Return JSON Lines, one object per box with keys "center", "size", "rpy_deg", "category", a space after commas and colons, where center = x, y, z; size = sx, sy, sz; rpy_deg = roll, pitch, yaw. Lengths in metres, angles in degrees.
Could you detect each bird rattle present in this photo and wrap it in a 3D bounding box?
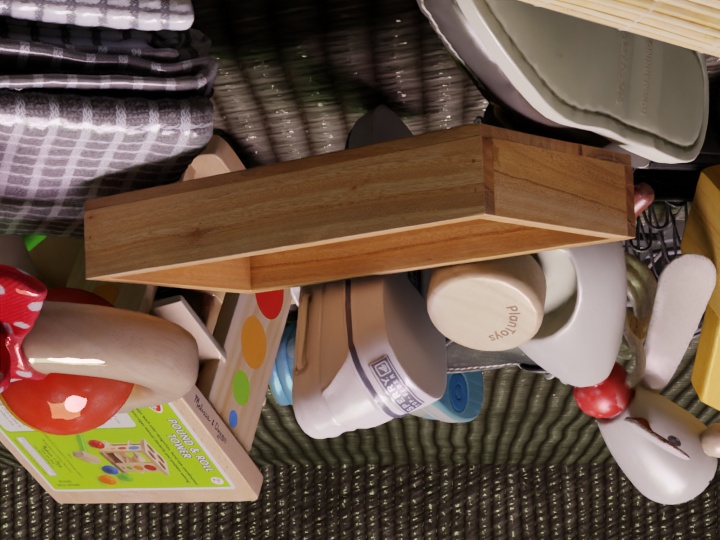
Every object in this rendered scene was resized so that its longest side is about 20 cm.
{"center": [-0.147, 0.029, 0.845], "size": [0.162, 0.113, 0.200], "rpy_deg": [4, 159, -22], "category": "bird rattle"}

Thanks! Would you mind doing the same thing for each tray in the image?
{"center": [-0.004, -0.021, 0.781], "size": [0.199, 0.037, 0.098], "rpy_deg": [-9, 170, 39], "category": "tray"}

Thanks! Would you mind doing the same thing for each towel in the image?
{"center": [-0.155, -0.061, 0.823], "size": [0.165, 0.086, 0.200], "rpy_deg": [2, 169, -16], "category": "towel"}

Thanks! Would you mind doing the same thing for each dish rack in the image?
{"center": [0.108, -0.025, 1.002], "size": [0.153, 0.055, 0.200], "rpy_deg": [2, 153, -15], "category": "dish rack"}

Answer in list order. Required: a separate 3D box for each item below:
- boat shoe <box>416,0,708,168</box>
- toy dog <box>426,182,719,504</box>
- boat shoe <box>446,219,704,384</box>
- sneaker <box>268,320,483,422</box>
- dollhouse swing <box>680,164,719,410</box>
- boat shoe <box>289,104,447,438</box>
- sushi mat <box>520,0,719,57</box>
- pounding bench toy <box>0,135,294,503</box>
{"center": [0.066, -0.083, 0.743], "size": [0.060, 0.072, 0.201], "rpy_deg": [2, 167, 32], "category": "boat shoe"}
{"center": [0.116, 0.019, 0.871], "size": [0.096, 0.133, 0.200], "rpy_deg": [-17, 149, 35], "category": "toy dog"}
{"center": [0.115, 0.026, 1.124], "size": [0.199, 0.071, 0.072], "rpy_deg": [-17, 147, -13], "category": "boat shoe"}
{"center": [0.003, 0.078, 1.602], "size": [0.130, 0.080, 0.200], "rpy_deg": [-10, 156, 35], "category": "sneaker"}
{"center": [0.265, 0.031, 0.924], "size": [0.199, 0.177, 0.182], "rpy_deg": [-11, -146, -12], "category": "dollhouse swing"}
{"center": [0.000, 0.000, 0.906], "size": [0.066, 0.201, 0.072], "rpy_deg": [-26, 126, 20], "category": "boat shoe"}
{"center": [0.118, -0.110, 0.665], "size": [0.199, 0.012, 0.096], "rpy_deg": [9, 137, -39], "category": "sushi mat"}
{"center": [-0.126, -0.001, 1.014], "size": [0.124, 0.157, 0.200], "rpy_deg": [-4, 141, 26], "category": "pounding bench toy"}
